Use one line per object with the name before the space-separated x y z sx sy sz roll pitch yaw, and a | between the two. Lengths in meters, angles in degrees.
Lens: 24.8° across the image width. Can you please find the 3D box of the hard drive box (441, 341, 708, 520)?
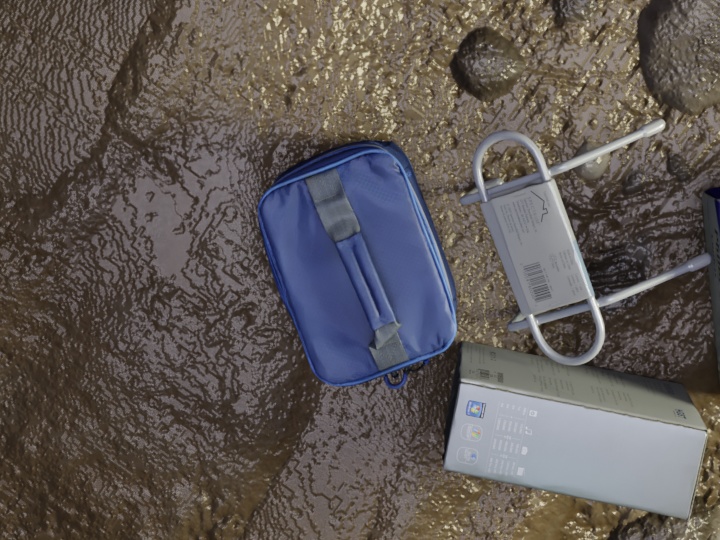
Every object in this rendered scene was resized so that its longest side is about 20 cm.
hard drive box | 0.170 0.126 1.338 0.198 0.156 0.078 11 100 3

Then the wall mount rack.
wall mount rack | 0.179 -0.033 1.335 0.172 0.074 0.202 -17 98 30

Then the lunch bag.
lunch bag | 0.000 0.000 1.342 0.135 0.132 0.202 -21 96 7

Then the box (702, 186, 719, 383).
box | 0.388 0.014 1.330 0.198 0.105 0.186 -7 98 5
